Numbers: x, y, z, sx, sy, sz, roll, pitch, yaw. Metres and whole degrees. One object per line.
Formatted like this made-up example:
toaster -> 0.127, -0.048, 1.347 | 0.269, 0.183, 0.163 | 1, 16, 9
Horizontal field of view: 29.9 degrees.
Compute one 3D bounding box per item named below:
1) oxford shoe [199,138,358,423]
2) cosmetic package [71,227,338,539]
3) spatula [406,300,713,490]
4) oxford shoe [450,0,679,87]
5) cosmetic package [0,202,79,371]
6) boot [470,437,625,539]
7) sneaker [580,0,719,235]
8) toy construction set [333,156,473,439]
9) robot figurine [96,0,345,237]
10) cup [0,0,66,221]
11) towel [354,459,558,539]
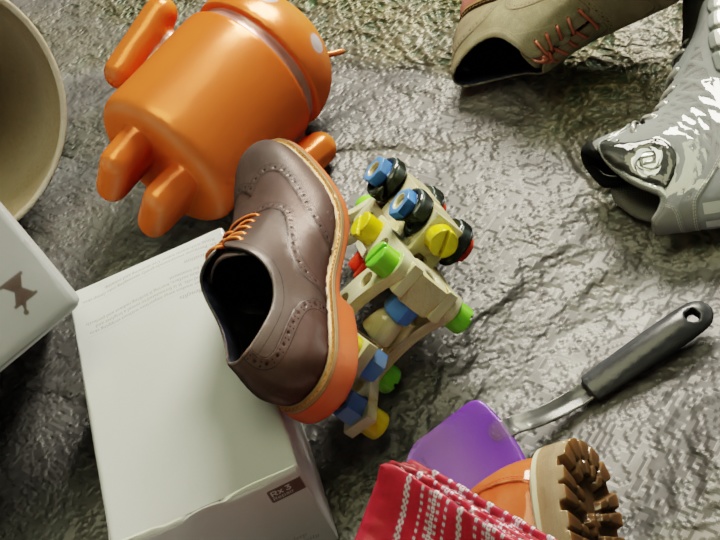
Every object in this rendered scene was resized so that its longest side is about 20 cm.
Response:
oxford shoe -> -0.051, -0.012, 0.755 | 0.071, 0.072, 0.201 | -41, 40, 24
cosmetic package -> -0.096, 0.083, 0.793 | 0.112, 0.081, 0.201 | -22, 47, 2
spatula -> 0.114, 0.072, 0.755 | 0.199, 0.021, 0.057 | -31, 59, -9
oxford shoe -> 0.143, -0.166, 0.903 | 0.199, 0.070, 0.075 | -14, 48, 48
cosmetic package -> -0.292, 0.011, 0.817 | 0.165, 0.165, 0.200 | -41, 9, -16
boot -> 0.075, 0.189, 0.647 | 0.107, 0.075, 0.201 | -23, 49, 29
sneaker -> 0.191, -0.103, 0.845 | 0.115, 0.075, 0.201 | -13, 48, 14
toy construction set -> 0.000, 0.000, 0.828 | 0.131, 0.092, 0.200 | -51, 39, 9
robot figurine -> -0.100, -0.117, 0.942 | 0.143, 0.117, 0.200 | 24, 62, 36
cup -> -0.325, -0.126, 1.012 | 0.199, 0.201, 0.143 | -31, 19, -6
towel -> 0.046, 0.181, 0.614 | 0.200, 0.022, 0.145 | 21, 88, 54
